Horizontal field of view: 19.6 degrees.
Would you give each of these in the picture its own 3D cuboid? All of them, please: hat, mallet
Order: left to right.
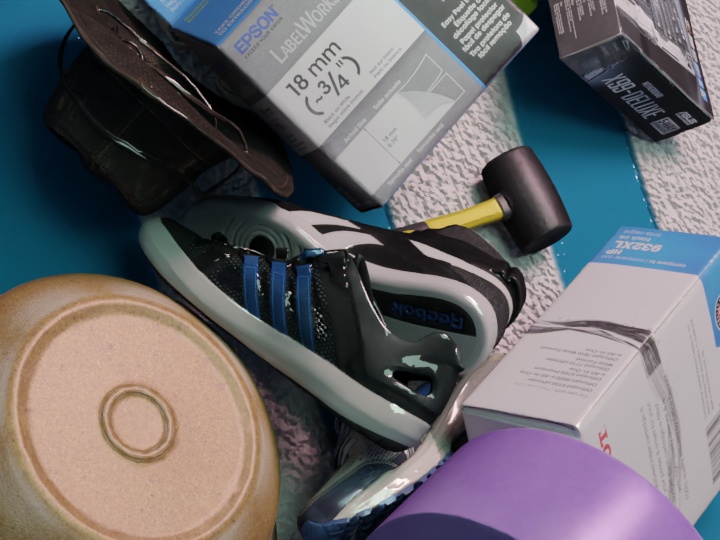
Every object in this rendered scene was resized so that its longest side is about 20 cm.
[{"bbox_3d":[-0.125,-0.081,1.176,0.200,0.081,0.201,39,8,-7],"label":"hat"},{"bbox_3d":[0.052,-0.017,1.308,0.199,0.041,0.066,-27,77,-36],"label":"mallet"}]

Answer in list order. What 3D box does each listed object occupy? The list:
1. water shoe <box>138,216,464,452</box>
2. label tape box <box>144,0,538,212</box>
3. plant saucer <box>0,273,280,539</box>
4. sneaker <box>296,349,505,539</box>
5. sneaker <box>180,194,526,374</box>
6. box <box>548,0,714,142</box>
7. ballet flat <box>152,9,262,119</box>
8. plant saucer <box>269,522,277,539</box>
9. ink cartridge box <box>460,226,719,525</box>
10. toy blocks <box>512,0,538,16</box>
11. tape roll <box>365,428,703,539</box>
[{"bbox_3d":[-0.031,0.018,1.156,0.199,0.072,0.079,36,87,13],"label":"water shoe"},{"bbox_3d":[-0.018,-0.154,1.221,0.200,0.063,0.144,43,82,-7],"label":"label tape box"},{"bbox_3d":[-0.122,0.085,1.089,0.199,0.035,0.202,16,57,-25],"label":"plant saucer"},{"bbox_3d":[0.013,0.092,1.206,0.085,0.077,0.200,42,42,8],"label":"sneaker"},{"bbox_3d":[0.000,0.000,1.226,0.199,0.074,0.112,21,23,16],"label":"sneaker"},{"bbox_3d":[0.174,-0.209,1.439,0.157,0.049,0.202,31,45,-53],"label":"box"},{"bbox_3d":[-0.080,-0.142,1.284,0.063,0.069,0.200,-37,84,-12],"label":"ballet flat"},{"bbox_3d":[-0.125,0.126,1.112,0.199,0.037,0.202,16,57,-26],"label":"plant saucer"},{"bbox_3d":[0.154,0.088,1.239,0.200,0.083,0.146,-44,131,-41],"label":"ink cartridge box"},{"bbox_3d":[0.047,-0.272,1.419,0.199,0.100,0.137,31,40,-16],"label":"toy blocks"},{"bbox_3d":[0.096,0.191,1.110,0.200,0.200,0.085,50,51,1],"label":"tape roll"}]
